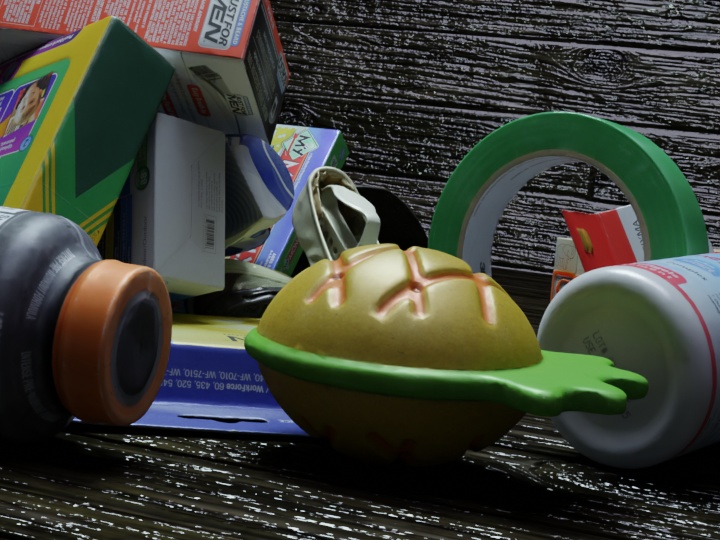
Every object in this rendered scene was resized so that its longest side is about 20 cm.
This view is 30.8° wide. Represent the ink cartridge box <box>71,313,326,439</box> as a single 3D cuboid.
[{"bbox_3d":[-0.096,0.055,0.764,0.195,0.048,0.200,6,1,-20],"label":"ink cartridge box"}]

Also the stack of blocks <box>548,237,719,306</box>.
[{"bbox_3d":[0.257,0.035,1.156,0.198,0.117,0.058,3,5,-35],"label":"stack of blocks"}]

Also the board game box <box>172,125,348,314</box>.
[{"bbox_3d":[-0.106,-0.035,1.043,0.133,0.202,0.029,7,-35,25],"label":"board game box"}]

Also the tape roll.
[{"bbox_3d":[0.142,-0.008,0.920,0.198,0.204,0.048,9,4,33],"label":"tape roll"}]

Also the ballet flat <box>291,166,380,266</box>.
[{"bbox_3d":[0.000,0.000,0.888,0.069,0.070,0.201,5,37,-29],"label":"ballet flat"}]

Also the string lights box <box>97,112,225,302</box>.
[{"bbox_3d":[-0.173,-0.024,0.861,0.198,0.104,0.059,-15,-19,42],"label":"string lights box"}]

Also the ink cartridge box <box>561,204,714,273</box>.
[{"bbox_3d":[0.238,0.021,1.007,0.050,0.163,0.199,-26,-15,27],"label":"ink cartridge box"}]

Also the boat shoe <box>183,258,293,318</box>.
[{"bbox_3d":[-0.029,0.044,0.937,0.199,0.072,0.066,13,25,-29],"label":"boat shoe"}]

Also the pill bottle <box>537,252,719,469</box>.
[{"bbox_3d":[0.198,0.046,0.770,0.108,0.110,0.199,9,10,41],"label":"pill bottle"}]

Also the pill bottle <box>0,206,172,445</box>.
[{"bbox_3d":[-0.189,0.021,0.606,0.197,0.108,0.106,8,4,17],"label":"pill bottle"}]

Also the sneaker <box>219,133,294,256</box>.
[{"bbox_3d":[-0.102,-0.051,0.933,0.114,0.081,0.198,-23,0,-43],"label":"sneaker"}]

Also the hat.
[{"bbox_3d":[-0.039,0.006,1.141,0.197,0.082,0.202,0,-35,0],"label":"hat"}]

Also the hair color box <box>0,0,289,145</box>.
[{"bbox_3d":[-0.155,-0.146,0.867,0.197,0.065,0.111,10,-22,10],"label":"hair color box"}]

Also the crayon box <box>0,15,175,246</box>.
[{"bbox_3d":[-0.222,-0.051,0.810,0.198,0.174,0.058,-10,-37,44],"label":"crayon box"}]

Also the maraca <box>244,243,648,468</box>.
[{"bbox_3d":[0.038,0.045,0.640,0.197,0.109,0.137,8,11,24],"label":"maraca"}]
